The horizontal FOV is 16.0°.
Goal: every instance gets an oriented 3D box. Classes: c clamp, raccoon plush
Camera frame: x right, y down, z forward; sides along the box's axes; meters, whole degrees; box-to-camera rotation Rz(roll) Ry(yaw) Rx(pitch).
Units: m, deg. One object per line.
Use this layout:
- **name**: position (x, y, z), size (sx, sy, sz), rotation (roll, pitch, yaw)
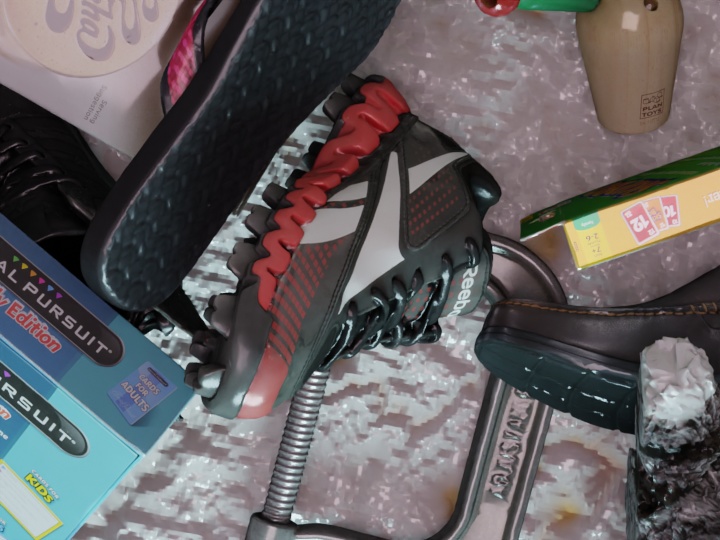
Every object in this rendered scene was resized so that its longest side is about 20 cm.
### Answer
- **c clamp**: position (-0.002, 0.068, 1.118), size (0.170, 0.027, 0.201), rotation (21, 96, 0)
- **raccoon plush**: position (0.178, 0.105, 1.044), size (0.133, 0.200, 0.097), rotation (-1, 63, 3)

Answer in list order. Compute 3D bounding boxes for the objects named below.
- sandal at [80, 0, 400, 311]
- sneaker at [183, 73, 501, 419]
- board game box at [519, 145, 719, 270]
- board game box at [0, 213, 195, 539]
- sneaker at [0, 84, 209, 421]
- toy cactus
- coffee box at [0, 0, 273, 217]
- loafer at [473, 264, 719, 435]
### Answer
- **sandal**: position (-0.051, -0.076, 1.002), size (0.045, 0.075, 0.200), rotation (33, 83, 37)
- **sneaker**: position (0.000, 0.000, 1.031), size (0.098, 0.201, 0.071), rotation (31, 130, 2)
- **board game box**: position (0.163, -0.041, 1.061), size (0.199, 0.096, 0.030), rotation (-16, 95, 5)
- **board game box**: position (-0.170, 0.056, 1.058), size (0.151, 0.047, 0.200), rotation (41, 140, -2)
- **sneaker**: position (-0.131, -0.023, 1.078), size (0.060, 0.104, 0.200), rotation (-44, 92, 8)
- **toy cactus**: position (0.117, -0.134, 1.050), size (0.200, 0.102, 0.166), rotation (-27, 126, -30)
- **coffee box**: position (-0.110, -0.123, 1.062), size (0.200, 0.080, 0.113), rotation (29, 97, -10)
- **loafer**: position (0.149, 0.033, 1.092), size (0.199, 0.073, 0.073), rotation (11, 72, -4)
